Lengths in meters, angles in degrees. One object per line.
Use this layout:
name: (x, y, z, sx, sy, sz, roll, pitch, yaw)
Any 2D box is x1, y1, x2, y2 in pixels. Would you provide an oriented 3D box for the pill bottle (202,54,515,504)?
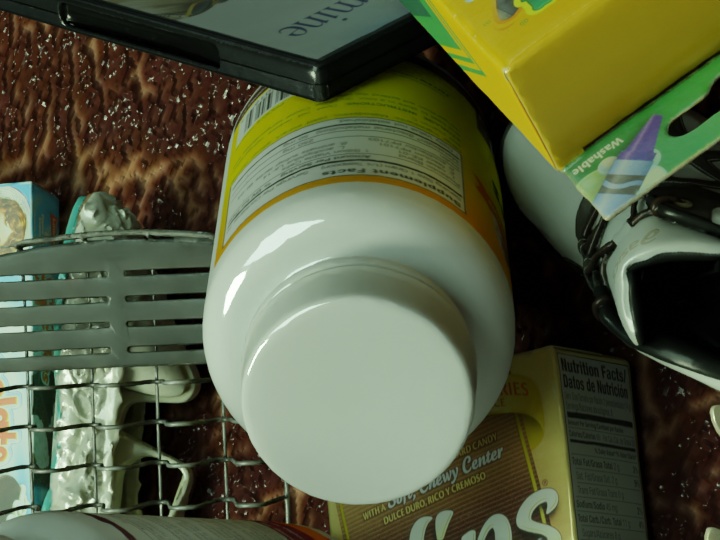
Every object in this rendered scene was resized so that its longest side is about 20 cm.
pill bottle: (0.000, 0.000, 0.884, 0.109, 0.109, 0.200, -50, 16, 21)

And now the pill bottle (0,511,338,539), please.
pill bottle: (-0.083, 0.140, 0.851, 0.109, 0.199, 0.111, -6, 81, 36)

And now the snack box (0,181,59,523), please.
snack box: (-0.194, 0.065, 1.113, 0.115, 0.037, 0.202, -6, 77, 15)

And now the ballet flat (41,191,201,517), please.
ballet flat: (-0.101, 0.069, 1.054, 0.071, 0.072, 0.202, 5, 87, 40)

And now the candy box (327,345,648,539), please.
candy box: (0.051, 0.138, 0.910, 0.115, 0.055, 0.202, -16, 73, 37)

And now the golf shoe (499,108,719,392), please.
golf shoe: (0.109, -0.014, 0.867, 0.200, 0.094, 0.078, 36, 106, 39)

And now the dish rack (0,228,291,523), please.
dish rack: (-0.096, 0.084, 0.989, 0.152, 0.055, 0.202, -3, 90, 2)

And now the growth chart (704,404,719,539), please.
growth chart: (0.182, 0.033, 0.786, 0.018, 0.143, 0.202, 165, 112, -80)

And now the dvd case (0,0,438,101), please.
dvd case: (-0.038, -0.119, 0.985, 0.199, 0.142, 0.018, 19, 126, 40)

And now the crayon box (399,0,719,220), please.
crayon box: (0.082, -0.116, 0.843, 0.125, 0.052, 0.200, -35, 38, -1)
